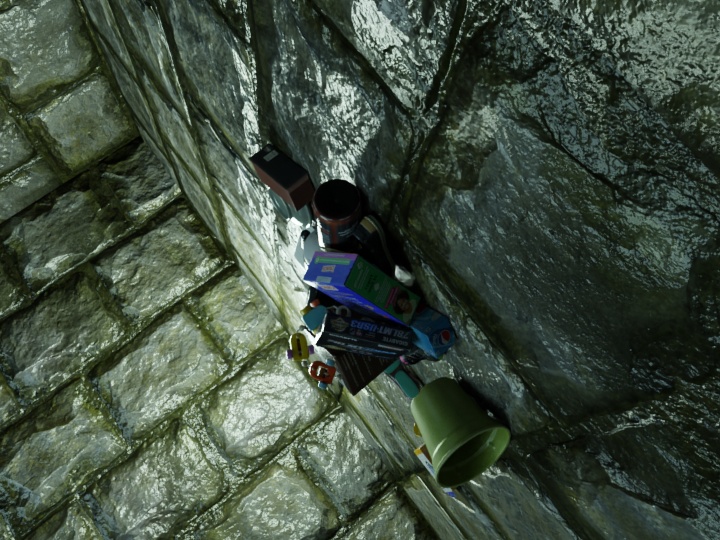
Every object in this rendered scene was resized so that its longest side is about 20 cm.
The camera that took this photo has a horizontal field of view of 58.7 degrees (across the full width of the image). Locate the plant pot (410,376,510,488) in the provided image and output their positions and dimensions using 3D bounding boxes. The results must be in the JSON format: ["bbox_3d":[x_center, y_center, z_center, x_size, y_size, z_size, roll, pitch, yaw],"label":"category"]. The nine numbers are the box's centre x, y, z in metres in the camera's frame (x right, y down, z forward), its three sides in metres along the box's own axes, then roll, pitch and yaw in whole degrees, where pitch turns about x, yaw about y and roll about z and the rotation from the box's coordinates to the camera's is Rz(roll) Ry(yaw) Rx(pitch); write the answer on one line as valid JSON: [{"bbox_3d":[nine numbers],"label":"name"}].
[{"bbox_3d":[0.212,0.356,1.471,0.185,0.197,0.202,55,169,40],"label":"plant pot"}]

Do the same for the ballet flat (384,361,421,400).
[{"bbox_3d":[0.105,0.283,1.830,0.201,0.069,0.071,52,-177,9],"label":"ballet flat"}]

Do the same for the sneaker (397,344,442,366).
[{"bbox_3d":[0.133,0.197,1.519,0.077,0.083,0.200,53,164,-3],"label":"sneaker"}]

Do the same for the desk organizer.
[{"bbox_3d":[-0.197,-0.237,1.622,0.199,0.071,0.078,41,162,41],"label":"desk organizer"}]

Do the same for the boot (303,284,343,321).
[{"bbox_3d":[-0.056,0.085,1.614,0.164,0.078,0.201,12,149,-6],"label":"boot"}]

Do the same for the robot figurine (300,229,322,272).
[{"bbox_3d":[-0.082,-0.029,1.623,0.201,0.146,0.128,91,-179,-66],"label":"robot figurine"}]

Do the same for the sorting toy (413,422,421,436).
[{"bbox_3d":[0.245,0.460,1.759,0.200,0.107,0.180,44,180,33],"label":"sorting toy"}]

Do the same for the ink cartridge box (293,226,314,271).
[{"bbox_3d":[-0.119,-0.045,1.873,0.163,0.050,0.201,51,146,15],"label":"ink cartridge box"}]

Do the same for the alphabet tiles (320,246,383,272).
[{"bbox_3d":[0.000,0.000,1.422,0.165,0.008,0.199,16,164,39],"label":"alphabet tiles"}]

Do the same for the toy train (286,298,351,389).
[{"bbox_3d":[-0.100,0.173,1.551,0.147,0.205,0.056,16,176,-9],"label":"toy train"}]

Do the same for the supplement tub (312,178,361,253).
[{"bbox_3d":[-0.048,-0.102,1.397,0.107,0.106,0.201,47,162,21],"label":"supplement tub"}]

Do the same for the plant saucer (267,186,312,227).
[{"bbox_3d":[-0.205,-0.196,1.748,0.201,0.050,0.202,48,160,24],"label":"plant saucer"}]

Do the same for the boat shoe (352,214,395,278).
[{"bbox_3d":[0.027,-0.036,1.391,0.074,0.062,0.202,40,162,35],"label":"boat shoe"}]

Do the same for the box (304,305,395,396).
[{"bbox_3d":[-0.012,0.180,1.694,0.165,0.199,0.166,34,156,46],"label":"box"}]

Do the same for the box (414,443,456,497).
[{"bbox_3d":[0.269,0.691,2.218,0.201,0.041,0.119,49,163,11],"label":"box"}]

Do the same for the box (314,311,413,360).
[{"bbox_3d":[0.002,0.152,1.436,0.195,0.051,0.199,12,165,-7],"label":"box"}]

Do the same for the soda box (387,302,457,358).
[{"bbox_3d":[0.124,0.116,1.416,0.199,0.064,0.069,28,150,57],"label":"soda box"}]

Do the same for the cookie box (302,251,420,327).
[{"bbox_3d":[0.002,0.038,1.378,0.198,0.077,0.170,32,165,-34],"label":"cookie box"}]
